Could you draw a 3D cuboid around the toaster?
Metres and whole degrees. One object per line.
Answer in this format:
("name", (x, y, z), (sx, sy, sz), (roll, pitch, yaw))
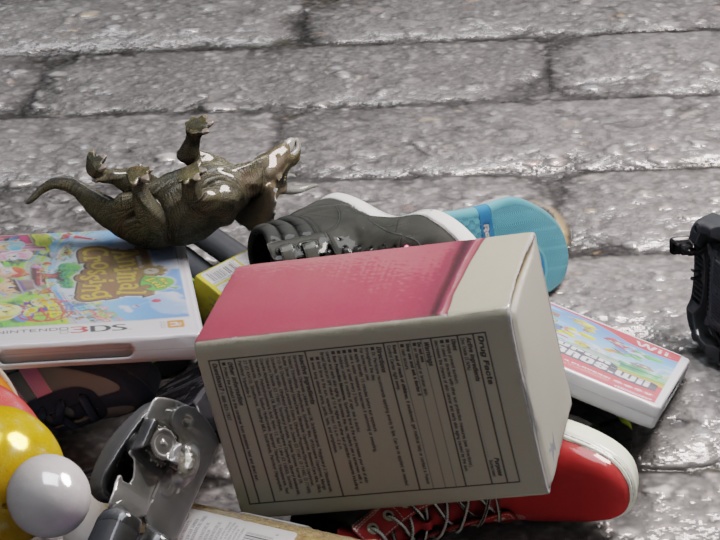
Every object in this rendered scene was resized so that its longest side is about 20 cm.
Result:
("toaster", (0.313, 0.020, 1.631), (0.129, 0.114, 0.200), (-8, 24, -16))

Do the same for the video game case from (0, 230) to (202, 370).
("video game case", (-0.206, 0.017, 1.609), (0.181, 0.022, 0.200), (-3, 22, -8))

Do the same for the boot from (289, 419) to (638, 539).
("boot", (0.063, 0.150, 1.453), (0.199, 0.073, 0.144), (4, 29, 28))

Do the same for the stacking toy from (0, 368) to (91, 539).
("stacking toy", (-0.229, 0.126, 1.416), (0.146, 0.147, 0.200), (-22, 20, -32))

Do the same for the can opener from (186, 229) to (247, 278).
("can opener", (-0.095, 0.004, 1.772), (0.053, 0.066, 0.200), (-54, 35, -1))

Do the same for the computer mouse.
("computer mouse", (-0.146, 0.123, 1.562), (0.140, 0.046, 0.200), (-27, 9, 12))

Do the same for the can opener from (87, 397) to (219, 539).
("can opener", (-0.145, 0.166, 1.378), (0.067, 0.053, 0.200), (-13, 46, 52))

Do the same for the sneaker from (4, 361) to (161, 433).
("sneaker", (-0.230, 0.102, 1.585), (0.199, 0.070, 0.082), (-9, 48, 20))

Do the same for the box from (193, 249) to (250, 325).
("box", (-0.011, 0.052, 1.634), (0.200, 0.048, 0.117), (36, 44, 29))

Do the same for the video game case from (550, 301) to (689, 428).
("video game case", (0.143, 0.055, 1.567), (0.143, 0.018, 0.200), (22, 11, 10))

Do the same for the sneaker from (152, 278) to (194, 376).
("sneaker", (-0.213, 0.041, 1.694), (0.199, 0.083, 0.072), (-14, 27, -18))

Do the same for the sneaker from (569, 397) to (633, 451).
("sneaker", (0.086, 0.080, 1.566), (0.199, 0.074, 0.081), (23, 15, 2))

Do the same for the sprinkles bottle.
("sprinkles bottle", (-0.081, 0.178, 1.411), (0.199, 0.068, 0.068), (10, 29, 25))

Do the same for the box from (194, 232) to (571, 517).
("box", (0.017, 0.064, 1.426), (0.199, 0.128, 0.109), (-6, 25, 16))

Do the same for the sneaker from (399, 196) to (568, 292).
("sneaker", (0.053, -0.010, 1.774), (0.200, 0.080, 0.130), (2, -7, -42))

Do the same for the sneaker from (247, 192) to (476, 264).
("sneaker", (0.000, 0.000, 1.581), (0.099, 0.071, 0.200), (-25, 25, -32))

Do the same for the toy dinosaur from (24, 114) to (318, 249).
("toy dinosaur", (-0.133, -0.048, 1.640), (0.199, 0.102, 0.077), (-18, 47, 4))
